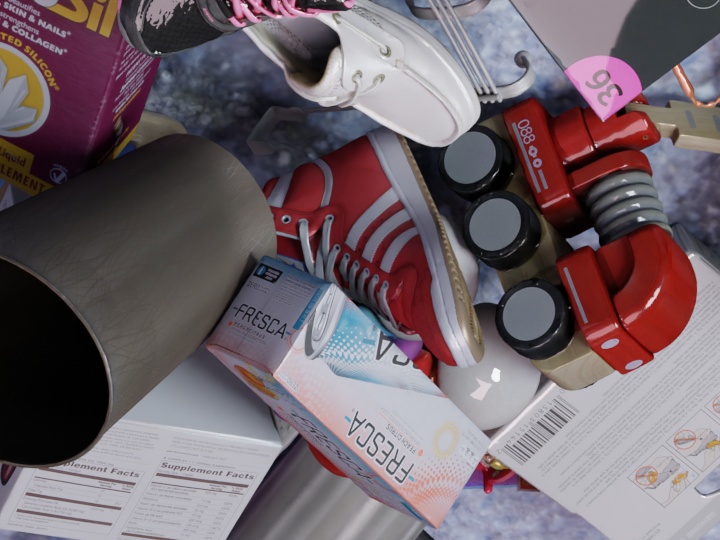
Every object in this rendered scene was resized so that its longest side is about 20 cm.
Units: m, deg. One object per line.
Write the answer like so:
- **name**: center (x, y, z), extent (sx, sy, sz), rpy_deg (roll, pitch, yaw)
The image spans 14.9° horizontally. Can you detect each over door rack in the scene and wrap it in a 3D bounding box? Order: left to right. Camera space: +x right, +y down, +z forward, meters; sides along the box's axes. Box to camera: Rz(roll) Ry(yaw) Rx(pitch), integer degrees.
- **over door rack**: center (-0.007, -0.160, 1.699), extent (0.199, 0.067, 0.148), rpy_deg (-10, 131, 28)

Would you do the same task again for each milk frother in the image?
- **milk frother**: center (-0.056, 0.198, 1.953), extent (0.188, 0.200, 0.180), rpy_deg (-50, 140, 1)

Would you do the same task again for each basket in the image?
- **basket**: center (-0.149, 0.008, 1.599), extent (0.180, 0.200, 0.137), rpy_deg (7, 118, 36)

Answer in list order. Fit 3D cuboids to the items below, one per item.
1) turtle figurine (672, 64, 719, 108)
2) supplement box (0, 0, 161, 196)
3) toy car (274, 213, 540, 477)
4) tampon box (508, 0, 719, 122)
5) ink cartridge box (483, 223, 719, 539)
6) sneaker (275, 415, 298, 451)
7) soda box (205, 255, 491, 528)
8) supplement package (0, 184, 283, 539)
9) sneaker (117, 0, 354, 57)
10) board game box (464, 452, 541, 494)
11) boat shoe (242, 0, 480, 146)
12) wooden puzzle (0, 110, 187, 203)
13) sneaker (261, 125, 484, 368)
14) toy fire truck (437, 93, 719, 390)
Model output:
- **turtle figurine**: center (0.260, -0.178, 1.670), extent (0.160, 0.065, 0.201), rpy_deg (-6, 127, 3)
- **supplement box**: center (-0.185, -0.156, 1.650), extent (0.130, 0.103, 0.201), rpy_deg (27, 128, 6)
- **toy car**: center (0.002, 0.052, 1.783), extent (0.175, 0.150, 0.200), rpy_deg (8, 143, 45)
- **tampon box**: center (0.162, -0.215, 1.553), extent (0.200, 0.126, 0.150), rpy_deg (-38, 111, 9)
- **ink cartridge box**: center (0.209, 0.092, 1.886), extent (0.176, 0.045, 0.200), rpy_deg (38, 109, -25)
- **sneaker**: center (-0.113, 0.141, 1.870), extent (0.073, 0.200, 0.114), rpy_deg (51, 141, 0)
- **soda box**: center (-0.004, 0.075, 1.645), extent (0.063, 0.069, 0.200), rpy_deg (21, 163, 42)
- **supplement package**: center (-0.157, 0.062, 1.742), extent (0.155, 0.200, 0.111), rpy_deg (11, 130, -27)
- **sneaker**: center (-0.042, -0.169, 1.525), extent (0.199, 0.096, 0.079), rpy_deg (-29, 136, 4)
- **board game box**: center (0.082, 0.109, 1.932), extent (0.199, 0.039, 0.159), rpy_deg (-3, 130, 3)
- **boat shoe**: center (-0.017, -0.127, 1.634), extent (0.200, 0.070, 0.071), rpy_deg (35, 136, -19)
- **wooden puzzle**: center (-0.228, -0.039, 1.808), extent (0.199, 0.046, 0.186), rpy_deg (14, 129, -11)
- **sneaker**: center (0.000, 0.000, 1.650), extent (0.112, 0.200, 0.071), rpy_deg (-21, 133, -1)
- **toy fire truck**: center (0.176, -0.036, 1.734), extent (0.199, 0.177, 0.129), rpy_deg (-27, 153, 14)
